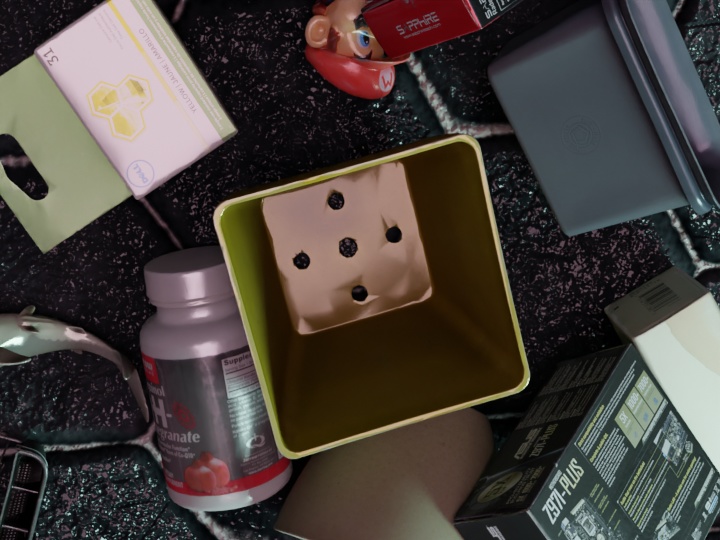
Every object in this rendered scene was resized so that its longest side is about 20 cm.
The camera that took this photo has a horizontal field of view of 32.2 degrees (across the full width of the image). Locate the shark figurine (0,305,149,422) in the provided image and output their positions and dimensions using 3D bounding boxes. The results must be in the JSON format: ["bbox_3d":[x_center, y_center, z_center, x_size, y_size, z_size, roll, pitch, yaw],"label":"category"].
[{"bbox_3d":[-0.288,0.078,1.054,0.212,0.129,0.090,0,131,-23],"label":"shark figurine"}]

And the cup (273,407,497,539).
[{"bbox_3d":[0.041,0.179,1.051,0.198,0.200,0.145,20,78,-10],"label":"cup"}]

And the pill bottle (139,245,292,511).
[{"bbox_3d":[-0.123,0.087,1.039,0.109,0.111,0.203,-9,105,-3],"label":"pill bottle"}]

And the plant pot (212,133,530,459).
[{"bbox_3d":[0.000,0.000,0.991,0.198,0.177,0.202,-16,106,-4],"label":"plant pot"}]

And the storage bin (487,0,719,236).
[{"bbox_3d":[0.200,-0.134,1.010,0.133,0.146,0.201,-19,108,28],"label":"storage bin"}]

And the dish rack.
[{"bbox_3d":[-0.376,0.196,1.074,0.198,0.055,0.155,16,101,-9],"label":"dish rack"}]

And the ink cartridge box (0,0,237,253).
[{"bbox_3d":[-0.219,-0.120,1.012,0.199,0.048,0.146,-33,105,1],"label":"ink cartridge box"}]

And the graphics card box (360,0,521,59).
[{"bbox_3d":[0.110,-0.234,0.932,0.200,0.125,0.051,-39,106,-25],"label":"graphics card box"}]

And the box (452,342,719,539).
[{"bbox_3d":[0.191,0.189,1.006,0.164,0.086,0.200,53,50,-14],"label":"box"}]

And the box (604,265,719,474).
[{"bbox_3d":[0.300,0.108,1.092,0.077,0.095,0.201,-31,106,3],"label":"box"}]

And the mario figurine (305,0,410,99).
[{"bbox_3d":[0.004,-0.235,0.973,0.122,0.106,0.203,-10,103,-4],"label":"mario figurine"}]
